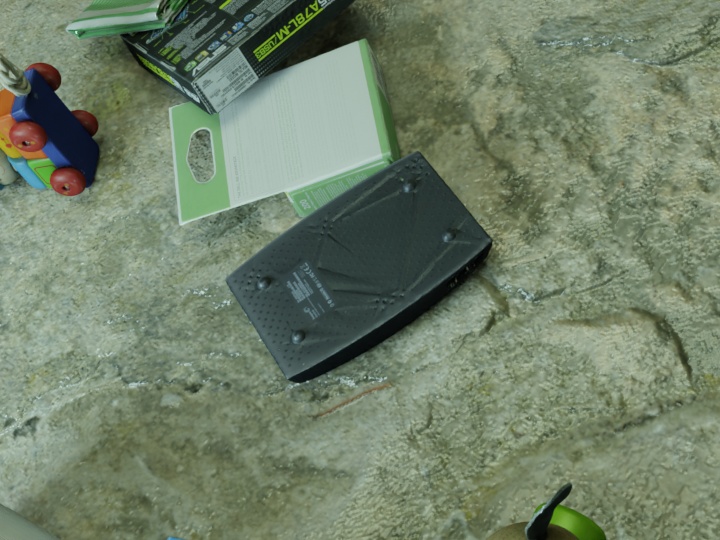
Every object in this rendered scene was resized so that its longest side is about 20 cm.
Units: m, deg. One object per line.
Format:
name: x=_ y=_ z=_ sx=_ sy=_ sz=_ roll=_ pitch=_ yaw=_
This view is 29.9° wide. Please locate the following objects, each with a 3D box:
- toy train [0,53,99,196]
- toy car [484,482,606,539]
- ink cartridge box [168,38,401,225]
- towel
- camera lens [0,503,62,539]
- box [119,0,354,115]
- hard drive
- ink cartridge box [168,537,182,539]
toy train: x=-0.333 y=-0.144 z=1.234 sx=0.115 sy=0.200 sz=0.085 roll=-8 pitch=56 yaw=19
toy car: x=0.125 y=0.213 z=0.841 sx=0.157 sy=0.200 sz=0.165 roll=17 pitch=65 yaw=28
ink cartridge box: x=-0.069 y=-0.115 z=1.218 sx=0.199 sy=0.048 sz=0.146 roll=-19 pitch=53 yaw=11
towel: x=-0.201 y=-0.312 z=1.369 sx=0.152 sy=0.023 sz=0.201 roll=0 pitch=50 yaw=41
camera lens: x=-0.283 y=0.252 z=0.980 sx=0.199 sy=0.160 sz=0.160 roll=22 pitch=67 yaw=29
box: x=-0.113 y=-0.248 z=1.287 sx=0.200 sy=0.048 sz=0.193 roll=-41 pitch=34 yaw=-10
hard drive: x=0.000 y=0.000 z=1.121 sx=0.199 sy=0.042 sz=0.135 roll=-34 pitch=54 yaw=-4
ink cartridge box: x=-0.099 y=0.300 z=0.886 sx=0.083 sy=0.145 sz=0.201 roll=7 pitch=60 yaw=22
